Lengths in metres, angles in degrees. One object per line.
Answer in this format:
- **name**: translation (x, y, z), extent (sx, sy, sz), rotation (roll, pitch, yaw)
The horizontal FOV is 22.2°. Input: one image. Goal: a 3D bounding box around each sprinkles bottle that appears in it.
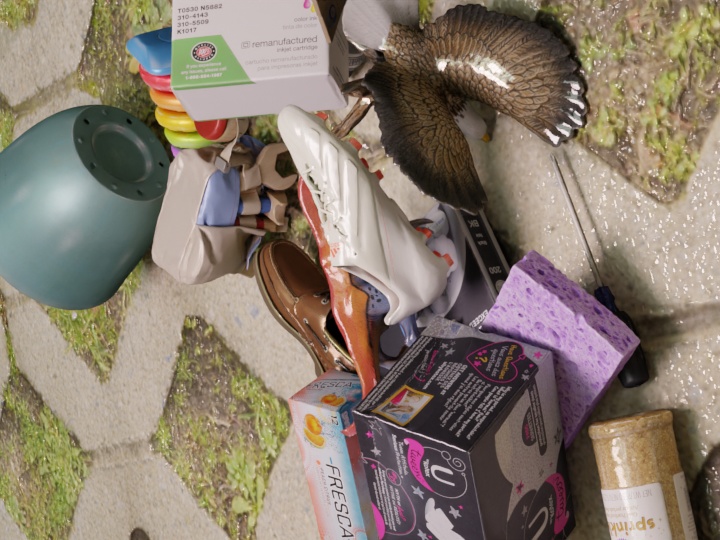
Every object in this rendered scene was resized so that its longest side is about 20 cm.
- **sprinkles bottle**: translation (0.227, 0.210, 1.411), extent (0.068, 0.068, 0.201), rotation (-16, 85, 55)

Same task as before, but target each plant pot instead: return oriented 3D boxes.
- **plant pot**: translation (-0.297, -0.083, 1.983), extent (0.161, 0.200, 0.201), rotation (-40, 65, 37)

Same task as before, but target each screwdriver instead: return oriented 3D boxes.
- **screwdriver**: translation (0.182, -0.001, 1.452), extent (0.028, 0.029, 0.201), rotation (-36, 73, 52)

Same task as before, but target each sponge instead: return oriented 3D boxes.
- **sponge**: translation (0.141, 0.079, 1.473), extent (0.111, 0.030, 0.200), rotation (40, 144, 13)

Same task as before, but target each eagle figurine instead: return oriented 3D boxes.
- **eagle figurine**: translation (0.071, -0.144, 1.501), extent (0.200, 0.150, 0.152), rotation (36, 116, 58)

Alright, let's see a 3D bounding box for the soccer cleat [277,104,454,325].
- **soccer cleat**: translation (-0.008, -0.046, 1.489), extent (0.200, 0.078, 0.069), rotation (50, 171, -8)

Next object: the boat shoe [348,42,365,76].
- **boat shoe**: translation (-0.063, -0.249, 1.716), extent (0.200, 0.070, 0.066), rotation (53, 136, 22)

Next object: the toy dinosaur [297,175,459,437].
- **toy dinosaur**: translation (0.000, 0.000, 1.540), extent (0.182, 0.200, 0.105), rotation (46, 138, -15)

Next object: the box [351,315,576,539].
- **box**: translation (0.089, 0.160, 1.467), extent (0.114, 0.132, 0.201), rotation (18, 136, 32)

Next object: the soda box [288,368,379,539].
- **soda box**: translation (-0.004, 0.194, 1.689), extent (0.068, 0.064, 0.201), rotation (12, 124, 41)

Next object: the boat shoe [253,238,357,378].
- **boat shoe**: translation (-0.027, 0.044, 1.735), extent (0.200, 0.072, 0.068), rotation (55, 139, 14)

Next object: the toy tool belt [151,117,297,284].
- **toy tool belt**: translation (-0.124, -0.081, 1.807), extent (0.125, 0.123, 0.201), rotation (37, 118, 41)

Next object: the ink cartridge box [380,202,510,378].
- **ink cartridge box**: translation (0.078, 0.064, 1.608), extent (0.198, 0.043, 0.201), rotation (-47, 62, 49)

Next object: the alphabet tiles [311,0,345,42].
- **alphabet tiles**: translation (-0.029, -0.317, 1.515), extent (0.008, 0.168, 0.200), rotation (4, 146, 19)

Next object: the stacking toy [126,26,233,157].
- **stacking toy**: translation (-0.162, -0.146, 1.860), extent (0.116, 0.109, 0.201), rotation (-135, 35, -60)

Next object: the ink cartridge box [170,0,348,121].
- **ink cartridge box**: translation (-0.088, -0.244, 1.625), extent (0.084, 0.144, 0.201), rotation (57, -149, -69)
